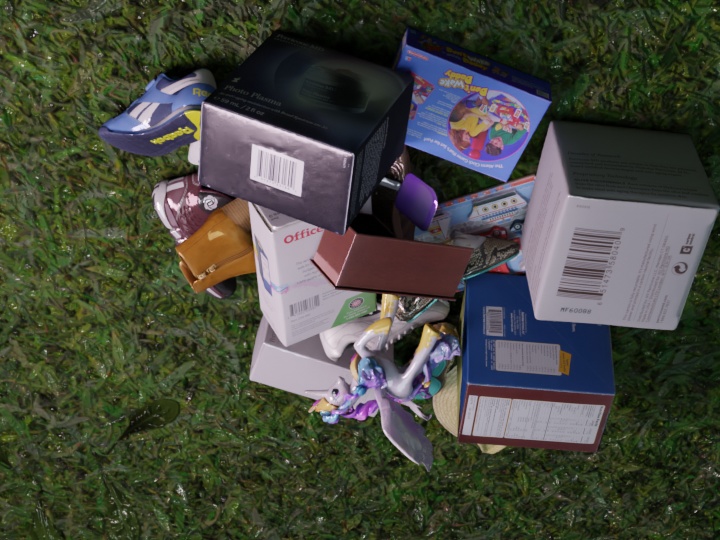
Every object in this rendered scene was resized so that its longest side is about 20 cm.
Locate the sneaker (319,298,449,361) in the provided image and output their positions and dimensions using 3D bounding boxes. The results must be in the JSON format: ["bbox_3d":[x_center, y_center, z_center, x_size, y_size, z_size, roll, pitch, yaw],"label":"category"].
[{"bbox_3d":[0.034,0.080,1.828,0.197,0.082,0.075,-9,158,-13],"label":"sneaker"}]

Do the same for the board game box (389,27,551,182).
[{"bbox_3d":[0.124,-0.207,1.636,0.197,0.045,0.135,20,128,-11],"label":"board game box"}]

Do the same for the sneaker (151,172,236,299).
[{"bbox_3d":[-0.193,-0.052,1.772,0.114,0.076,0.201,-20,124,16],"label":"sneaker"}]

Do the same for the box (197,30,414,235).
[{"bbox_3d":[-0.064,-0.172,1.551,0.197,0.199,0.125,20,130,13],"label":"box"}]

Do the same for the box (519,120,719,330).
[{"bbox_3d":[0.323,-0.057,1.651,0.196,0.173,0.201,4,128,-6],"label":"box"}]

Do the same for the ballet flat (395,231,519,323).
[{"bbox_3d":[0.119,-0.006,1.761,0.198,0.068,0.076,-32,100,12],"label":"ballet flat"}]

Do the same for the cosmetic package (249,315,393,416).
[{"bbox_3d":[-0.055,0.124,1.879,0.197,0.114,0.082,18,128,-12],"label":"cosmetic package"}]

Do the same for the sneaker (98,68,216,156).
[{"bbox_3d":[-0.255,-0.203,1.662,0.198,0.084,0.074,-10,156,35],"label":"sneaker"}]

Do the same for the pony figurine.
[{"bbox_3d":[0.046,0.152,1.750,0.192,0.167,0.201,32,104,-14],"label":"pony figurine"}]

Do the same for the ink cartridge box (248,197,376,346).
[{"bbox_3d":[-0.060,-0.021,1.690,0.143,0.088,0.202,-21,136,-18],"label":"ink cartridge box"}]

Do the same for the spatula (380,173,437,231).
[{"bbox_3d":[0.017,-0.124,1.673,0.199,0.021,0.057,33,119,15],"label":"spatula"}]

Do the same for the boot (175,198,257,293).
[{"bbox_3d":[-0.166,-0.014,1.745,0.143,0.071,0.202,-38,144,-6],"label":"boot"}]

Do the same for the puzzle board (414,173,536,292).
[{"bbox_3d":[0.172,-0.043,1.784,0.197,0.018,0.152,-17,126,17],"label":"puzzle board"}]

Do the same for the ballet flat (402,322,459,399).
[{"bbox_3d":[0.107,0.131,1.889,0.070,0.066,0.200,30,155,0],"label":"ballet flat"}]

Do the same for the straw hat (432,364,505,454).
[{"bbox_3d":[0.202,0.225,1.955,0.197,0.086,0.203,2,129,2],"label":"straw hat"}]

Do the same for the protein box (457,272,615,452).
[{"bbox_3d":[0.238,0.125,1.787,0.196,0.201,0.136,5,138,0],"label":"protein box"}]

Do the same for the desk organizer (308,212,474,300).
[{"bbox_3d":[0.043,-0.019,1.646,0.198,0.072,0.078,6,116,-37],"label":"desk organizer"}]

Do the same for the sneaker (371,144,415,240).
[{"bbox_3d":[0.041,-0.096,1.728,0.069,0.075,0.203,10,111,23],"label":"sneaker"}]

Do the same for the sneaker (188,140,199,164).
[{"bbox_3d":[-0.134,-0.134,1.713,0.198,0.076,0.088,24,148,-18],"label":"sneaker"}]
